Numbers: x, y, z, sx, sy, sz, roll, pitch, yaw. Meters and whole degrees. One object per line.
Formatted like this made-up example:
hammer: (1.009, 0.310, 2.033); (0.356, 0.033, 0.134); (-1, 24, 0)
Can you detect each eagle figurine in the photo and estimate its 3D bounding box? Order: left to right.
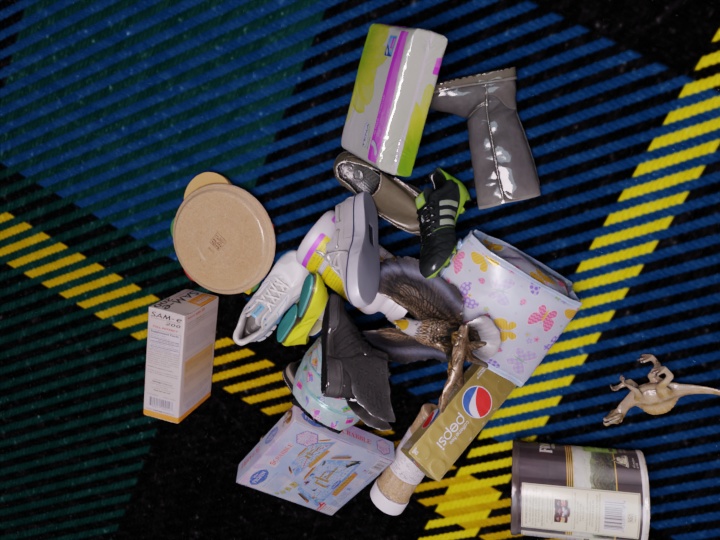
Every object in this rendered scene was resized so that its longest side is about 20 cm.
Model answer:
eagle figurine: (0.089, 0.081, 0.980); (0.152, 0.200, 0.151); (-42, 126, -13)

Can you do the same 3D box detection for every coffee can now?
coffee can: (0.340, 0.352, 1.064); (0.198, 0.146, 0.148); (1, 103, 13)

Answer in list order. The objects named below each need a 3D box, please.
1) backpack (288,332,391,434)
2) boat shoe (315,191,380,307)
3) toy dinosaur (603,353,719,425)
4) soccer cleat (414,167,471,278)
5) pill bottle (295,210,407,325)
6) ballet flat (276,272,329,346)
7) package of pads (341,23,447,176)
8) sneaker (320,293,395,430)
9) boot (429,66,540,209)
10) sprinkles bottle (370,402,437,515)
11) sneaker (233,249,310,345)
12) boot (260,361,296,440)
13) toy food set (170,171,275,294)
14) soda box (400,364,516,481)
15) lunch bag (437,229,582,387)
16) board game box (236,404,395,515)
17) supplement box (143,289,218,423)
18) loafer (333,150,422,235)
backpack: (-0.034, 0.169, 1.085); (0.166, 0.200, 0.127); (28, 106, 7)
boat shoe: (-0.024, -0.027, 0.991); (0.085, 0.204, 0.075); (-17, 142, 22)
toy dinosaur: (0.470, 0.184, 1.050); (0.199, 0.058, 0.102); (-21, 112, 25)
soccer cleat: (0.110, -0.072, 1.002); (0.081, 0.201, 0.067); (36, 137, -17)
pill bottle: (0.000, 0.000, 1.088); (0.199, 0.104, 0.105); (38, 109, 3)
ballet flat: (-0.082, 0.068, 1.116); (0.066, 0.067, 0.200); (13, 143, -18)
package of pads: (0.043, -0.256, 0.994); (0.068, 0.154, 0.202); (7, 108, -27)
sneaker: (-0.003, 0.127, 0.967); (0.103, 0.201, 0.060); (9, 141, -12)
boot: (0.174, -0.194, 1.025); (0.180, 0.073, 0.202); (-6, 108, 17)
sprinkles bottle: (0.089, 0.327, 1.162); (0.068, 0.068, 0.201); (30, 108, 5)
sneaker: (-0.153, 0.055, 1.150); (0.075, 0.087, 0.201); (35, 107, 5)
boot: (-0.117, 0.276, 1.201); (0.150, 0.073, 0.201); (-31, 103, 18)
toy food set: (-0.239, -0.054, 1.165); (0.199, 0.049, 0.199); (28, 108, 6)
soda box: (0.156, 0.236, 1.075); (0.068, 0.064, 0.200); (43, 77, 0)
lunch bag: (0.208, 0.048, 1.039); (0.199, 0.127, 0.171); (27, 110, -4)
board game box: (-0.078, 0.328, 1.147); (0.198, 0.041, 0.200); (28, 123, -23)
supplement box: (-0.318, 0.148, 1.192); (0.073, 0.126, 0.202); (11, 105, 13)
loafer: (0.035, -0.118, 1.069); (0.199, 0.070, 0.076); (32, 108, 5)
